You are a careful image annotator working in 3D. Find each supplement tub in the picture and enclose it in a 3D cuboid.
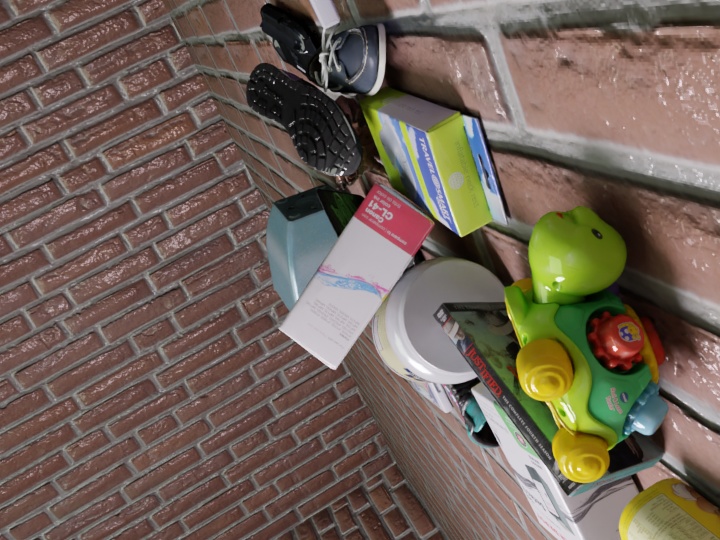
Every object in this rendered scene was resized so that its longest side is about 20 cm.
[{"bbox_3d":[0.095,0.063,0.830,0.145,0.145,0.200,60,171,5],"label":"supplement tub"}]

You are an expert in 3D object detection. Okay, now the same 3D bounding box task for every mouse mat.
[{"bbox_3d":[0.011,-0.040,1.090,0.161,0.008,0.201,-3,-117,-62],"label":"mouse mat"}]

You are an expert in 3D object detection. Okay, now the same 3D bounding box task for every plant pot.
[{"bbox_3d":[-0.079,-0.048,1.334,0.196,0.195,0.201,-134,27,-57],"label":"plant pot"}]

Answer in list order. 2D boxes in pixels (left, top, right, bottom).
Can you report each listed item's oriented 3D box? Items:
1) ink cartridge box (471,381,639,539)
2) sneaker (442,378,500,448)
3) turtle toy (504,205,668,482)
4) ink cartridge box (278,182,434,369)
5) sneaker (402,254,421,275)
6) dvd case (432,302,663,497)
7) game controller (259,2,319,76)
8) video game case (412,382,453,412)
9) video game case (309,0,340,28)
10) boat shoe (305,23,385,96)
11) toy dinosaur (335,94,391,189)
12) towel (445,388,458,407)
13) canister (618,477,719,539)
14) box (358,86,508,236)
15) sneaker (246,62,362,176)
[{"bbox_3d":[0.224,0.211,0.765,0.201,0.084,0.146,62,171,-9],"label":"ink cartridge box"},{"bbox_3d":[0.162,0.178,0.990,0.200,0.083,0.121,55,177,-11],"label":"sneaker"},{"bbox_3d":[0.169,0.049,0.520,0.201,0.101,0.146,63,-164,-19],"label":"turtle toy"},{"bbox_3d":[0.000,0.000,0.816,0.085,0.200,0.148,36,-173,0],"label":"ink cartridge box"},{"bbox_3d":[0.061,-0.011,1.033,0.201,0.066,0.091,61,173,15],"label":"sneaker"},{"bbox_3d":[0.171,0.105,0.633,0.200,0.145,0.022,54,126,35],"label":"dvd case"},{"bbox_3d":[-0.096,-0.336,1.027,0.104,0.042,0.200,50,180,-39],"label":"game controller"},{"bbox_3d":[0.119,0.202,1.483,0.183,0.023,0.200,63,171,-10],"label":"video game case"},{"bbox_3d":[-0.079,-0.359,0.693,0.183,0.022,0.200,-103,-14,-58],"label":"video game case"},{"bbox_3d":[-0.019,-0.235,0.767,0.200,0.061,0.075,-138,53,-71],"label":"boat shoe"},{"bbox_3d":[-0.012,-0.179,0.891,0.136,0.085,0.200,77,167,-56],"label":"toy dinosaur"},{"bbox_3d":[0.169,0.207,1.229,0.200,0.024,0.145,54,168,36],"label":"towel"},{"bbox_3d":[0.302,0.271,0.529,0.149,0.086,0.200,65,171,-21],"label":"canister"},{"bbox_3d":[0.072,-0.118,0.725,0.122,0.048,0.200,66,170,-29],"label":"box"},{"bbox_3d":[-0.045,-0.179,0.806,0.087,0.076,0.200,1,-142,-48],"label":"sneaker"}]
